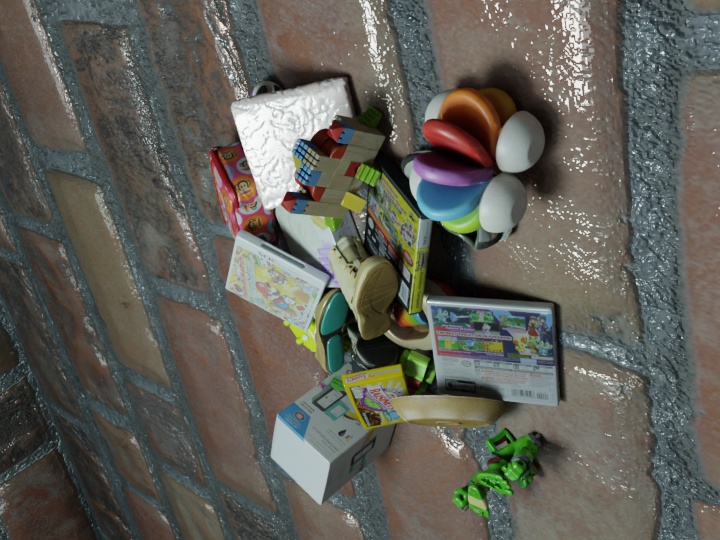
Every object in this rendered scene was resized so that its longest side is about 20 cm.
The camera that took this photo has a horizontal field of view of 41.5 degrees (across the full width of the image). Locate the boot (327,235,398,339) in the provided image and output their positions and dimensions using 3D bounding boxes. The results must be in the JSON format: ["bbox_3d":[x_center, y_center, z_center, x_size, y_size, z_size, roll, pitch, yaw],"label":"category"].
[{"bbox_3d":[0.000,0.000,1.529,0.201,0.072,0.156,87,161,-57],"label":"boot"}]

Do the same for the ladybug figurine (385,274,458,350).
[{"bbox_3d":[0.099,0.062,1.578,0.199,0.072,0.137,-6,112,52],"label":"ladybug figurine"}]

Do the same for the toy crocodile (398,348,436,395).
[{"bbox_3d":[0.092,0.184,1.652,0.067,0.062,0.200,25,161,5],"label":"toy crocodile"}]

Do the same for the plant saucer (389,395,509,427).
[{"bbox_3d":[0.146,0.235,1.565,0.200,0.199,0.036,-18,65,54],"label":"plant saucer"}]

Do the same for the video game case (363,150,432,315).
[{"bbox_3d":[0.056,-0.061,1.491,0.200,0.025,0.182,-123,30,-49],"label":"video game case"}]

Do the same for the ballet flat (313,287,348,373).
[{"bbox_3d":[-0.064,0.104,1.755,0.063,0.068,0.201,38,138,37],"label":"ballet flat"}]

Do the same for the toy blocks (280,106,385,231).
[{"bbox_3d":[-0.052,-0.160,1.453,0.100,0.136,0.201,42,114,32],"label":"toy blocks"}]

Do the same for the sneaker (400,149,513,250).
[{"bbox_3d":[0.132,-0.106,1.401,0.200,0.079,0.074,42,144,22],"label":"sneaker"}]

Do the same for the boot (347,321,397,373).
[{"bbox_3d":[0.027,0.188,1.691,0.204,0.073,0.155,-129,31,-70],"label":"boot"}]

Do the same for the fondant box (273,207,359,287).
[{"bbox_3d":[-0.075,-0.070,1.694,0.144,0.058,0.202,0,118,50],"label":"fondant box"}]

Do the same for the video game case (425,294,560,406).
[{"bbox_3d":[0.208,0.125,1.480,0.198,0.023,0.184,4,122,23],"label":"video game case"}]

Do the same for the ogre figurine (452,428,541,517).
[{"bbox_3d":[0.237,0.332,1.585,0.098,0.120,0.201,35,141,21],"label":"ogre figurine"}]

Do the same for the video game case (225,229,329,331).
[{"bbox_3d":[-0.158,0.023,1.755,0.181,0.023,0.200,28,148,2],"label":"video game case"}]

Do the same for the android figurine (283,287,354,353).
[{"bbox_3d":[-0.089,0.091,1.856,0.183,0.041,0.200,57,143,-1],"label":"android figurine"}]

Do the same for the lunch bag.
[{"bbox_3d":[-0.220,-0.136,1.761,0.201,0.081,0.177,83,162,-48],"label":"lunch bag"}]

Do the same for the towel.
[{"bbox_3d":[-0.093,-0.206,1.550,0.198,0.032,0.193,-10,115,15],"label":"towel"}]

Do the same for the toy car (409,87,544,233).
[{"bbox_3d":[0.136,-0.148,1.273,0.174,0.149,0.202,25,109,35],"label":"toy car"}]

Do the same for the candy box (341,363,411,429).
[{"bbox_3d":[0.036,0.218,1.629,0.200,0.101,0.027,70,-173,-58],"label":"candy box"}]

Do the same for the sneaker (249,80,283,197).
[{"bbox_3d":[-0.158,-0.223,1.645,0.083,0.080,0.202,179,89,-65],"label":"sneaker"}]

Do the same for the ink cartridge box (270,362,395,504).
[{"bbox_3d":[-0.050,0.313,1.843,0.146,0.199,0.147,38,140,24],"label":"ink cartridge box"}]
